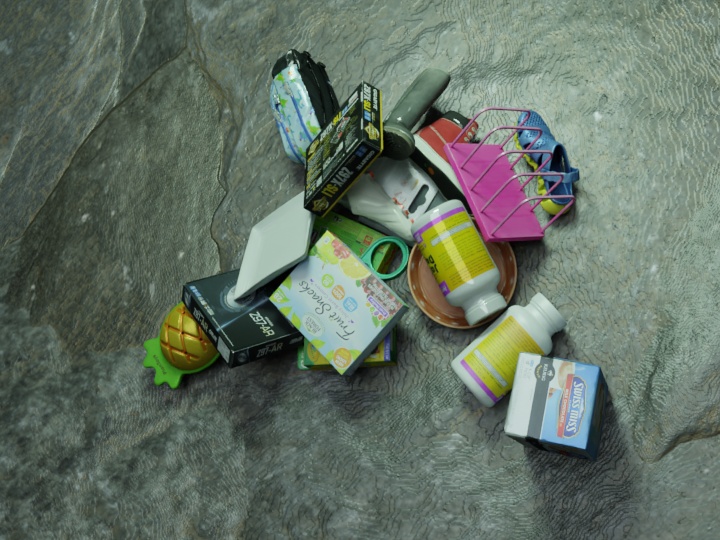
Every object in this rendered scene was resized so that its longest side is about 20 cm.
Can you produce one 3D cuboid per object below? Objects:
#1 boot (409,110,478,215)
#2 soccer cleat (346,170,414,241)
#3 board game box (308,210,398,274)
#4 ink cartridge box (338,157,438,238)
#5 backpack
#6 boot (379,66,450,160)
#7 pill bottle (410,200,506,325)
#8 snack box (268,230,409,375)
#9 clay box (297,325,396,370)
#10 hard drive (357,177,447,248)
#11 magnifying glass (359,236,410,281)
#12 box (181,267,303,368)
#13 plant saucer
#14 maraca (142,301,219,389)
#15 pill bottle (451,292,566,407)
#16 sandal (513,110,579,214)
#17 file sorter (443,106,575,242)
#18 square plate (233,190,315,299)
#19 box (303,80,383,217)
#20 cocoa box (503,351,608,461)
[{"bbox_3d":[0.193,-0.206,1.732,0.143,0.073,0.201,-33,70,-19],"label":"boot"},{"bbox_3d":[0.028,-0.117,1.728,0.078,0.069,0.200,-43,73,3],"label":"soccer cleat"},{"bbox_3d":[-0.036,-0.047,1.801,0.198,0.048,0.103,25,84,24],"label":"board game box"},{"bbox_3d":[0.046,-0.172,1.787,0.198,0.057,0.164,32,85,4],"label":"ink cartridge box"},{"bbox_3d":[-0.101,-0.308,1.856,0.153,0.163,0.201,-38,72,14],"label":"backpack"},{"bbox_3d":[0.101,-0.290,1.714,0.199,0.073,0.181,-41,26,-17],"label":"boot"},{"bbox_3d":[0.174,-0.012,1.622,0.103,0.104,0.202,-29,81,8],"label":"pill bottle"},{"bbox_3d":[-0.038,0.060,1.692,0.169,0.068,0.200,-47,73,6],"label":"snack box"},{"bbox_3d":[-0.032,0.122,1.748,0.196,0.048,0.117,-5,72,17],"label":"clay box"},{"bbox_3d":[0.111,-0.114,1.778,0.198,0.033,0.141,26,84,24],"label":"hard drive"},{"bbox_3d":[0.000,0.000,1.736,0.197,0.022,0.081,-25,69,12],"label":"magnifying glass"},{"bbox_3d":[-0.221,0.083,1.759,0.158,0.044,0.200,-15,47,-33],"label":"box"},{"bbox_3d":[0.183,0.004,1.695,0.196,0.032,0.204,-1,84,6],"label":"plant saucer"},{"bbox_3d":[-0.338,0.139,1.818,0.199,0.107,0.138,-41,71,8],"label":"maraca"},{"bbox_3d":[0.258,0.133,1.612,0.200,0.104,0.104,-43,65,3],"label":"pill bottle"},{"bbox_3d":[0.342,-0.207,1.688,0.078,0.087,0.203,-15,70,-22],"label":"sandal"},{"bbox_3d":[0.263,-0.170,1.629,0.126,0.137,0.202,-48,55,45],"label":"file sorter"},{"bbox_3d":[-0.151,-0.052,1.768,0.199,0.028,0.200,-31,34,34],"label":"square plate"},{"bbox_3d":[-0.033,-0.217,1.691,0.200,0.049,0.161,-45,31,38],"label":"box"},{"bbox_3d":[0.321,0.222,1.509,0.129,0.200,0.136,9,77,21],"label":"cocoa box"}]
